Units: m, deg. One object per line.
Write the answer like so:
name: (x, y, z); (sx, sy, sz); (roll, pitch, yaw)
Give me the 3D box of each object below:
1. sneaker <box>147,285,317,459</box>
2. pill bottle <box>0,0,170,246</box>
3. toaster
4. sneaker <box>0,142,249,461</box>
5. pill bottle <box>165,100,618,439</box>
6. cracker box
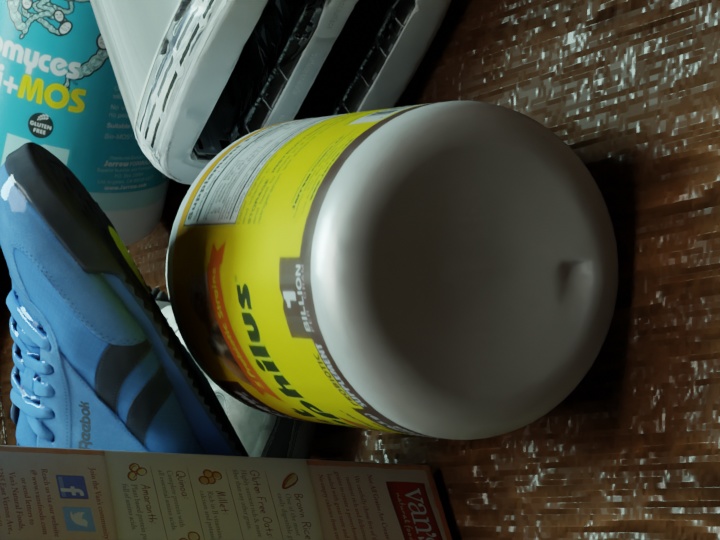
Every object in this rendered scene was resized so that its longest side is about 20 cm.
sneaker: (-0.070, 0.055, 1.196); (0.200, 0.066, 0.091); (10, 93, 65)
pill bottle: (-0.127, -0.119, 1.306); (0.111, 0.110, 0.201); (-129, 48, -58)
toaster: (-0.039, -0.120, 1.097); (0.200, 0.113, 0.130); (-57, 38, 42)
sneaker: (-0.099, 0.041, 1.019); (0.066, 0.078, 0.201); (62, 178, 45)
pill bottle: (0.000, 0.000, 0.988); (0.200, 0.108, 0.110); (180, 95, -67)
cracker box: (-0.078, 0.129, 1.033); (0.058, 0.199, 0.134); (-109, 32, -40)
